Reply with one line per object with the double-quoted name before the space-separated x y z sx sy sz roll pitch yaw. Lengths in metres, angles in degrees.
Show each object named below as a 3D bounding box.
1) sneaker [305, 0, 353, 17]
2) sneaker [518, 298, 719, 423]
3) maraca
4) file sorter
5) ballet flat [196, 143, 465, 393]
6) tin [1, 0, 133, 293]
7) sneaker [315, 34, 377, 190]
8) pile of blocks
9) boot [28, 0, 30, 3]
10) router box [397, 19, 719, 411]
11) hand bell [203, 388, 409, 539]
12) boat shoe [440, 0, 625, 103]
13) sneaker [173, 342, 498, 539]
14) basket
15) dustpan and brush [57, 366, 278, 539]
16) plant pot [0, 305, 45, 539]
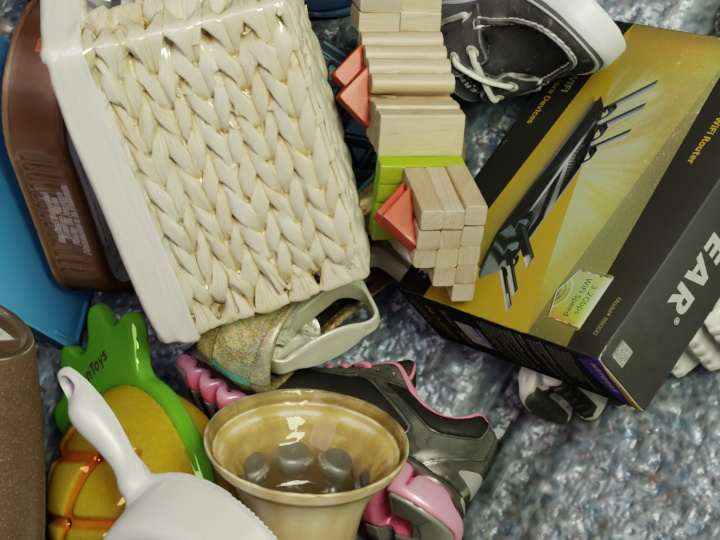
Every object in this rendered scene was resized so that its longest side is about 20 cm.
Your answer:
"sneaker" 0.017 -0.203 1.167 0.200 0.082 0.074 -8 72 18
"sneaker" 0.175 0.016 1.055 0.200 0.075 0.081 -16 58 15
"maraca" -0.125 0.116 1.094 0.137 0.107 0.200 -47 56 40
"file sorter" -0.245 -0.051 1.139 0.122 0.200 0.139 6 75 22
"ballet flat" 0.000 0.000 1.089 0.200 0.071 0.071 -38 64 -20
"tin" -0.154 -0.069 1.119 0.042 0.200 0.112 10 53 17
"sneaker" -0.045 -0.103 1.136 0.200 0.096 0.079 17 79 5
"pile of blocks" 0.017 -0.074 1.049 0.062 0.082 0.200 -1 57 -12
"boot" -0.212 -0.187 1.236 0.200 0.076 0.168 -21 64 4
"router box" 0.135 -0.037 1.043 0.157 0.052 0.200 18 67 49
"hand bell" -0.035 0.174 1.031 0.104 0.104 0.200 16 118 21
"boat shoe" 0.076 -0.123 1.077 0.068 0.072 0.200 -49 21 -8
"sneaker" -0.011 0.082 1.102 0.200 0.079 0.095 26 60 22
"basket" -0.077 -0.083 1.013 0.123 0.200 0.136 -14 40 3
"dustpan and brush" -0.101 0.134 0.988 0.200 0.057 0.140 48 131 5
"plant pot" -0.244 0.115 1.055 0.187 0.187 0.200 26 109 23
